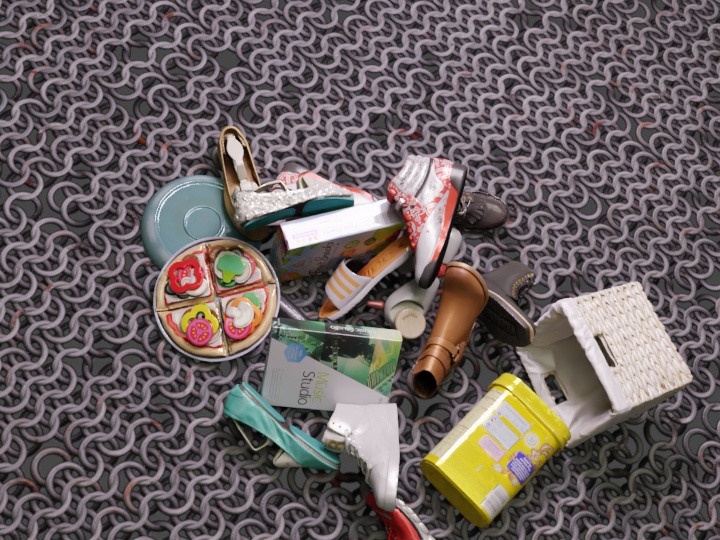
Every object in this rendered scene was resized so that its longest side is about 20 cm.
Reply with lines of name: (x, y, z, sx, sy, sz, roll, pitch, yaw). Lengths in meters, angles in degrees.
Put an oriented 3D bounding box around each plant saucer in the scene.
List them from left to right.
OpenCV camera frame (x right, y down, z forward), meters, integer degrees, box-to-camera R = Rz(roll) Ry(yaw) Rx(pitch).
plant saucer: (-0.257, -0.073, 1.765, 0.200, 0.027, 0.200, 5, 65, -11)

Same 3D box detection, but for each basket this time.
basket: (0.380, 0.145, 1.712, 0.161, 0.200, 0.198, -18, 72, -22)

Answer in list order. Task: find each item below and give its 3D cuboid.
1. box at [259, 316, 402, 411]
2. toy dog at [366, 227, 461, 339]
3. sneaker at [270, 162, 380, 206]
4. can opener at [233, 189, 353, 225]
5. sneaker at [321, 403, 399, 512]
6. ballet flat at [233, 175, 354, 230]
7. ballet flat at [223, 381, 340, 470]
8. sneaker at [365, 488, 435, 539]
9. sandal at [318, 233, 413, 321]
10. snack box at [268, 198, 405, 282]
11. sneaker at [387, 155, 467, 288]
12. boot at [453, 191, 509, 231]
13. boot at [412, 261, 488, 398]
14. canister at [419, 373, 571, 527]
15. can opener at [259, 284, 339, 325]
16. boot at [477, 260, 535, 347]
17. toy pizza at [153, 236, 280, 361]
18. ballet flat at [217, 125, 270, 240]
box: (-0.047, 0.148, 1.651, 0.200, 0.145, 0.036, 6, 29, -10)
toy dog: (0.079, 0.016, 1.736, 0.096, 0.132, 0.200, 27, 64, -7)
sneaker: (-0.058, -0.094, 1.797, 0.201, 0.067, 0.108, 24, 64, 3)
can opener: (-0.104, -0.100, 1.722, 0.200, 0.066, 0.053, -2, 83, -18)
sneaker: (-0.001, 0.274, 1.597, 0.115, 0.074, 0.200, 4, 35, -4)
ballet flat: (-0.103, -0.113, 1.661, 0.200, 0.072, 0.072, -12, 69, -25)
ballet flat: (-0.125, 0.253, 1.629, 0.200, 0.067, 0.070, 39, 92, -1)
sneaker: (0.067, 0.410, 1.594, 0.085, 0.077, 0.200, -37, 75, -14)
sandal: (-0.001, -0.003, 1.720, 0.207, 0.079, 0.059, -42, 112, 7)
snack box: (-0.039, -0.048, 1.736, 0.200, 0.142, 0.053, -13, 70, -18)
sneaker: (0.086, -0.079, 1.660, 0.108, 0.067, 0.202, 16, 82, 9)
boot: (0.156, -0.103, 1.784, 0.200, 0.174, 0.069, 11, 95, -1)
boot: (0.128, 0.094, 1.680, 0.077, 0.200, 0.155, 26, 55, 15)
canister: (0.207, 0.279, 1.675, 0.149, 0.087, 0.200, 45, 66, 9)
can opener: (-0.091, 0.088, 1.714, 0.200, 0.063, 0.079, 40, 91, 17)
boot: (0.253, 0.041, 1.755, 0.138, 0.078, 0.200, -20, 36, -24)
toy pizza: (-0.225, 0.042, 1.686, 0.200, 0.032, 0.201, 0, 77, 2)
ballet flat: (-0.196, -0.145, 1.760, 0.069, 0.063, 0.200, -16, 70, -11)
